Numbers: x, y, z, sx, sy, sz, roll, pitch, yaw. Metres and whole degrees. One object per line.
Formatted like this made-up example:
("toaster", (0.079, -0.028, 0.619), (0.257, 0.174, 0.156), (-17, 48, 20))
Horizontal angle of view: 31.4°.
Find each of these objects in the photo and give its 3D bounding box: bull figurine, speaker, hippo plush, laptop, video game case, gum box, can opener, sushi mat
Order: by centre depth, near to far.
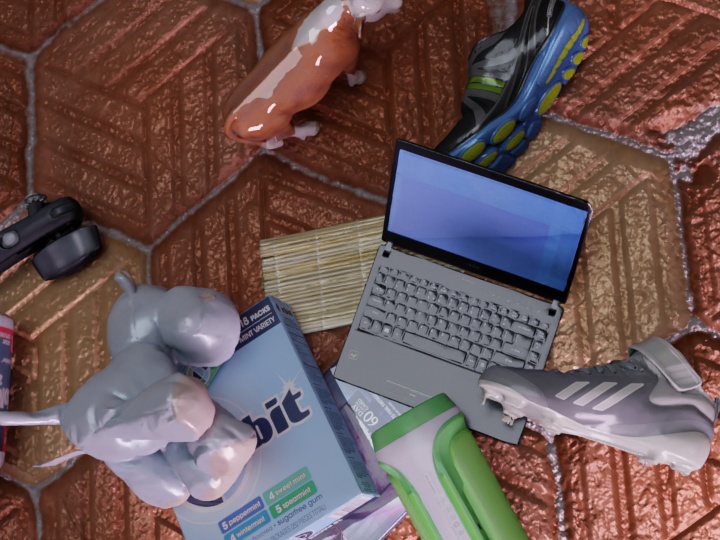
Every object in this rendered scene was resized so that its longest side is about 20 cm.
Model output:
("speaker", (0.087, 0.207, 1.057), (0.088, 0.088, 0.202), (-30, 81, 10))
("laptop", (0.083, 0.021, 1.081), (0.175, 0.103, 0.203), (19, 83, 11))
("hippo plush", (-0.173, 0.099, 1.103), (0.197, 0.160, 0.162), (-5, 50, 17))
("gum box", (-0.100, 0.153, 1.138), (0.169, 0.044, 0.202), (-33, 66, 13))
("video game case", (-0.018, 0.177, 1.142), (0.200, 0.019, 0.143), (-45, 71, 4))
("bull figurine", (-0.042, -0.187, 1.160), (0.199, 0.121, 0.065), (-39, 72, 7))
("sushi mat", (0.000, 0.000, 1.171), (0.197, 0.012, 0.097), (-11, 78, 15))
("can opener", (-0.351, -0.016, 1.255), (0.198, 0.063, 0.080), (-23, 75, 12))

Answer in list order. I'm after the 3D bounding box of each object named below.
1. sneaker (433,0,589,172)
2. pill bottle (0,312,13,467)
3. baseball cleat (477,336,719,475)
("sneaker", (0.123, -0.157, 1.139), (0.082, 0.071, 0.201), (36, 91, 33))
("pill bottle", (-0.394, 0.140, 1.211), (0.118, 0.119, 0.203), (-2, 80, 17))
("baseball cleat", (0.198, 0.095, 1.056), (0.197, 0.070, 0.108), (21, 78, -4))
